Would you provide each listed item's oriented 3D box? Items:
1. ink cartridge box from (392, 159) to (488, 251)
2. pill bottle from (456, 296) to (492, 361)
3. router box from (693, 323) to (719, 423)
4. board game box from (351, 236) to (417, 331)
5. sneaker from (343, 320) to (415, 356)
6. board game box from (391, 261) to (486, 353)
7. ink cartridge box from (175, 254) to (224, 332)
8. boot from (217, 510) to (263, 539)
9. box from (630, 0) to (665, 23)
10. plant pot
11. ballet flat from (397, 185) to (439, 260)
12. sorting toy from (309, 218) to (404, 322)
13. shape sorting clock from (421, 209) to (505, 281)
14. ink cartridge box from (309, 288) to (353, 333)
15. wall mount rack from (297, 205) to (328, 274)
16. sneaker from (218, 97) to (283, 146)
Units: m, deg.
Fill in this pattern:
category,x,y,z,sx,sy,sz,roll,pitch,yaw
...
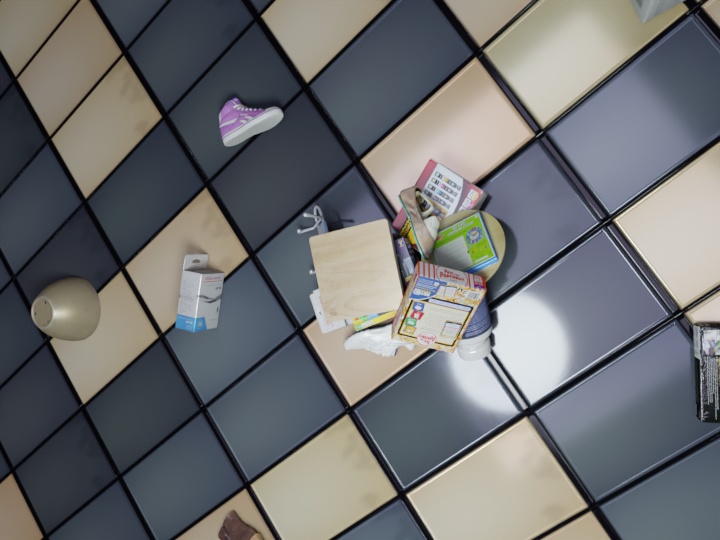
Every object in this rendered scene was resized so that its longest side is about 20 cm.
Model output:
category,x,y,z,sx,sy,sz,roll,pitch,yaw
ink cartridge box,0.179,-0.146,1.418,0.174,0.084,0.202,34,103,16
pill bottle,0.245,0.102,1.365,0.109,0.111,0.204,-10,111,20
router box,0.782,0.214,1.221,0.146,0.051,0.205,-2,91,19
board game box,0.052,0.033,1.409,0.197,0.057,0.168,-23,90,21
sneaker,0.048,0.181,1.486,0.196,0.074,0.089,-15,92,21
board game box,0.162,0.084,1.258,0.148,0.047,0.202,14,131,-7
ink cartridge box,-0.445,0.061,1.641,0.065,0.115,0.205,11,96,19
boot,-0.345,0.810,1.666,0.165,0.072,0.203,31,103,29
box,0.619,-0.659,1.176,0.169,0.198,0.204,-24,84,18
plant pot,-0.930,0.125,1.815,0.196,0.134,0.205,1,93,20
ballet flat,0.140,-0.117,1.327,0.066,0.068,0.203,-26,57,13
sorting toy,0.000,0.000,1.358,0.196,0.069,0.203,-12,91,21
shape sorting clock,0.227,-0.044,1.303,0.196,0.039,0.204,-14,62,27
ink cartridge box,-0.044,0.085,1.517,0.197,0.068,0.118,-22,85,20
wall mount rack,-0.108,-0.069,1.485,0.073,0.174,0.204,-15,83,-17
sneaker,-0.307,-0.430,1.599,0.197,0.072,0.117,-18,83,20
